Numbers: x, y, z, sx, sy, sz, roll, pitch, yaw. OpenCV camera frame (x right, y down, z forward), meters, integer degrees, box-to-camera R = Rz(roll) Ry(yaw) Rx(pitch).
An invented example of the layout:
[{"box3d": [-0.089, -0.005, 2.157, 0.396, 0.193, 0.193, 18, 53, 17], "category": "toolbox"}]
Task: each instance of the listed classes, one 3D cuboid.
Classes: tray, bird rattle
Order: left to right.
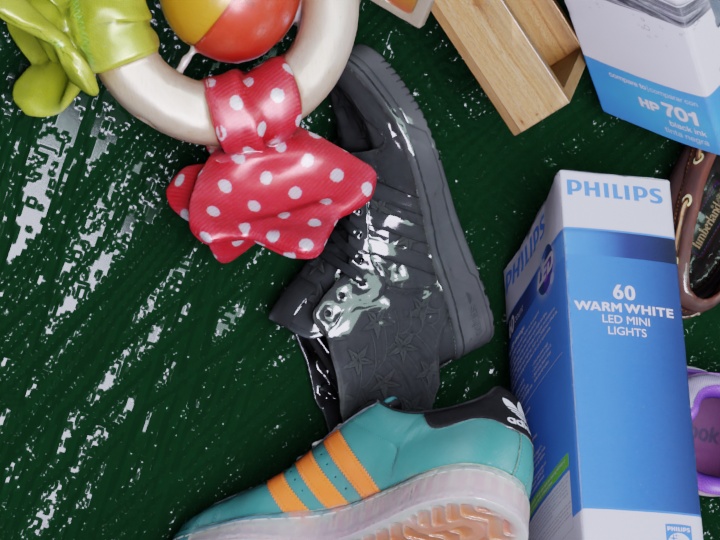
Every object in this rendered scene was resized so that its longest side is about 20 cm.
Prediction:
[{"box3d": [-0.068, -0.105, 1.021, 0.200, 0.113, 0.163, 33, 87, 1], "category": "bird rattle"}, {"box3d": [0.039, -0.168, 1.085, 0.037, 0.099, 0.200, -32, 100, 21], "category": "tray"}]

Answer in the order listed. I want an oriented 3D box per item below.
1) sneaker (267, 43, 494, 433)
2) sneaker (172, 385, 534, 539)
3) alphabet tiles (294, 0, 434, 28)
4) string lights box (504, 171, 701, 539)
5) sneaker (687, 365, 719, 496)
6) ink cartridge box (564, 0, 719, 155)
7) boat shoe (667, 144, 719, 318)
[{"box3d": [-0.001, -0.001, 1.091, 0.104, 0.060, 0.200, -27, 108, -16], "category": "sneaker"}, {"box3d": [-0.003, 0.109, 1.058, 0.071, 0.200, 0.080, 50, 38, -35], "category": "sneaker"}, {"box3d": [-0.021, -0.204, 1.026, 0.166, 0.200, 0.006, 31, 39, 10], "category": "alphabet tiles"}, {"box3d": [0.112, 0.065, 1.056, 0.059, 0.103, 0.201, 5, 61, -10], "category": "string lights box"}, {"box3d": [0.219, 0.089, 1.146, 0.199, 0.088, 0.081, 5, 88, -17], "category": "sneaker"}, {"box3d": [0.164, -0.179, 1.069, 0.147, 0.086, 0.200, -48, 141, -18], "category": "ink cartridge box"}, {"box3d": [0.204, -0.064, 1.150, 0.070, 0.070, 0.200, 28, 82, -14], "category": "boat shoe"}]
